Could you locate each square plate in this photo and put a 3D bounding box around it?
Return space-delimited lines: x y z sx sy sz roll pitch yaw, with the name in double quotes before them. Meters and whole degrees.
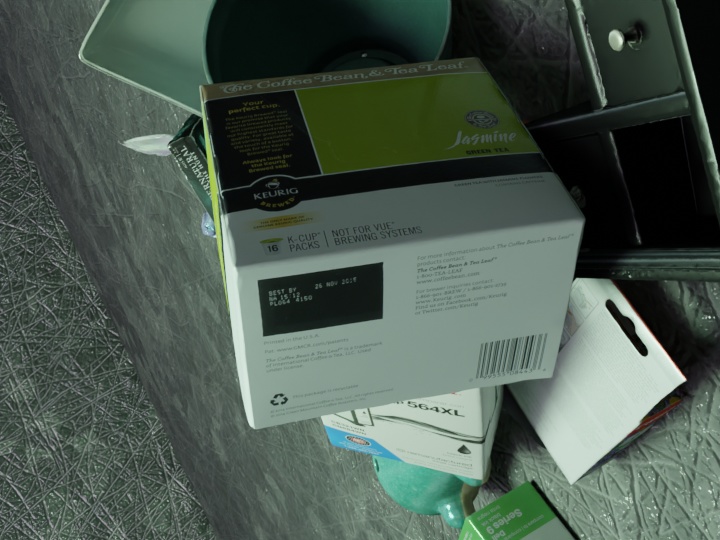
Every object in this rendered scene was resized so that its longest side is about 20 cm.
"square plate" -0.114 -0.231 0.789 0.028 0.197 0.201 41 105 44

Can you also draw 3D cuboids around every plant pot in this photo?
"plant pot" -0.013 -0.167 0.770 0.201 0.200 0.134 55 180 25

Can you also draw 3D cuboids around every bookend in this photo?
"bookend" 0.158 -0.103 0.551 0.198 0.091 0.202 3 113 64

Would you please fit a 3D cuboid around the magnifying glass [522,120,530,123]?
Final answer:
"magnifying glass" 0.093 -0.048 0.777 0.022 0.080 0.200 38 139 5

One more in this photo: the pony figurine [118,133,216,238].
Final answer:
"pony figurine" -0.189 -0.146 1.214 0.192 0.166 0.202 -13 97 33

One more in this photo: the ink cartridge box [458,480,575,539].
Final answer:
"ink cartridge box" 0.179 0.332 0.898 0.200 0.083 0.147 51 151 33

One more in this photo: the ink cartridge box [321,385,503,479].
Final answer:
"ink cartridge box" 0.037 0.081 0.744 0.145 0.085 0.201 11 151 15

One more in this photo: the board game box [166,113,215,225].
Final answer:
"board game box" -0.105 -0.053 0.872 0.201 0.028 0.135 60 -167 -19

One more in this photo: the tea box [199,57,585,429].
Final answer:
"tea box" 0.008 -0.028 0.602 0.198 0.198 0.135 -107 14 -47

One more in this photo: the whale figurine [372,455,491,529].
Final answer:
"whale figurine" 0.070 0.183 0.936 0.200 0.103 0.161 126 132 -76

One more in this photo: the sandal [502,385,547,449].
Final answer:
"sandal" 0.117 0.088 0.866 0.200 0.043 0.077 44 147 42

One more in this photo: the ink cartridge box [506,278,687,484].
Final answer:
"ink cartridge box" 0.183 0.074 0.708 0.109 0.050 0.201 58 154 22
